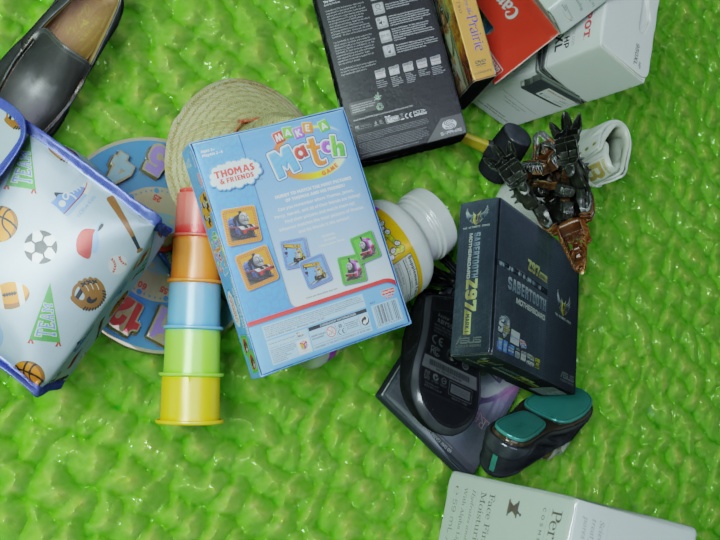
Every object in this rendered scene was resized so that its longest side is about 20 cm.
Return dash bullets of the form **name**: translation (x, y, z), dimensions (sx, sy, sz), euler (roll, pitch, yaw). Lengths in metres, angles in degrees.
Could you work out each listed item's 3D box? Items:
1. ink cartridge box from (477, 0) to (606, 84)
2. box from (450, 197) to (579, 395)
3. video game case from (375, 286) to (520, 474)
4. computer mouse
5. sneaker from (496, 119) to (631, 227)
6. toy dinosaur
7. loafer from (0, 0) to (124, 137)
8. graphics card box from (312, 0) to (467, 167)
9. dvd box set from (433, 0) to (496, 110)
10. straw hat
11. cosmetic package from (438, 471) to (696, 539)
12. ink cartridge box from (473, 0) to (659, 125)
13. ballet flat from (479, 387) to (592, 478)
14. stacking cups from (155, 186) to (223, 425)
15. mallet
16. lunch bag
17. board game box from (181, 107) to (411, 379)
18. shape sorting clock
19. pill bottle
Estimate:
- **ink cartridge box**: translation (0.168, -0.319, 1.001), dimensions (0.044, 0.172, 0.202), euler (41, 19, -46)
- **box**: translation (0.167, 0.033, 0.977), dimensions (0.199, 0.050, 0.161), euler (28, 62, -49)
- **video game case**: translation (0.116, 0.103, 1.024), dimensions (0.143, 0.019, 0.201), euler (44, 61, -17)
- **computer mouse**: translation (0.088, 0.082, 0.974), dimensions (0.137, 0.053, 0.203), euler (31, 54, -21)
- **sneaker**: translation (0.236, -0.104, 1.080), dimensions (0.074, 0.115, 0.201), euler (48, 62, -16)
- **toy dinosaur**: translation (0.209, -0.082, 0.967), dimensions (0.102, 0.201, 0.136), euler (-37, 131, 2)
- **loafer**: translation (-0.267, -0.183, 0.811), dimensions (0.072, 0.072, 0.203), euler (31, 67, -24)
- **graphics card box**: translation (0.028, -0.220, 0.982), dimensions (0.123, 0.051, 0.204), euler (-15, 85, -4)
- **dvd box set**: translation (0.091, -0.284, 1.010), dimensions (0.029, 0.146, 0.204), euler (-15, 89, -8)
- **straw hat**: translation (-0.079, -0.106, 0.884), dimensions (0.199, 0.085, 0.205), euler (15, 65, -35)
- **cosmetic package**: translation (0.189, 0.304, 0.913), dimensions (0.163, 0.199, 0.168), euler (19, 77, -26)
- **ink cartridge box**: translation (0.224, -0.263, 1.048), dimensions (0.083, 0.198, 0.147), euler (25, 68, -33)
- **ballet flat**: translation (0.190, 0.179, 1.024), dimensions (0.198, 0.072, 0.074), euler (-12, 87, -52)
- **stacking cups**: translation (-0.148, 0.030, 0.811), dimensions (0.060, 0.060, 0.204), euler (2, 85, -31)
- **mallet**: translation (0.100, -0.163, 1.037), dimensions (0.198, 0.066, 0.042), euler (25, 38, -23)
- **lunch bag**: translation (-0.276, -0.028, 0.730), dimensions (0.199, 0.124, 0.171), euler (37, 81, -4)
- **board game box**: translation (-0.054, -0.027, 0.814), dimensions (0.149, 0.036, 0.204), euler (-17, 89, -25)
- **shape sorting clock**: translation (-0.182, -0.025, 0.853), dimensions (0.197, 0.039, 0.204), euler (6, 78, -31)
- **pill bottle**: translation (0.000, 0.000, 0.910), dimensions (0.199, 0.104, 0.105), euler (-35, 99, -25)
